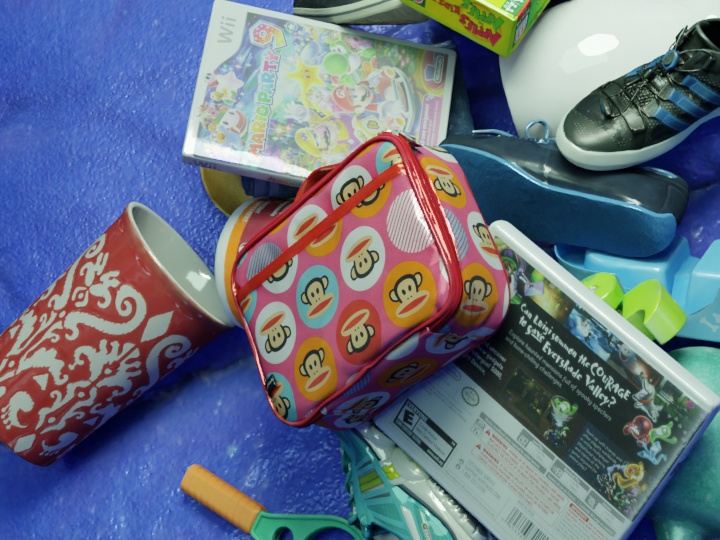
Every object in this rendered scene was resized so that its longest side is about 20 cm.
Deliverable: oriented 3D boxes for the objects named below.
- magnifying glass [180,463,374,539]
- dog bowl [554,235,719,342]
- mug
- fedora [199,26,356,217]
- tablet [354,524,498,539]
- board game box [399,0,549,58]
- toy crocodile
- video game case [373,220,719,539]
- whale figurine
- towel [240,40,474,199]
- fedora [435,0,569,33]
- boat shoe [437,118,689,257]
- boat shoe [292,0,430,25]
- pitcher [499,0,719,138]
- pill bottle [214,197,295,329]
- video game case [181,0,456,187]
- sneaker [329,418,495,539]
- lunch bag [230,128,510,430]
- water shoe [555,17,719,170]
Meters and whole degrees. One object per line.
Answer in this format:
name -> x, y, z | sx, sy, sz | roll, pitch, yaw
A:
magnifying glass -> -0.064, 0.206, 1.246 | 0.199, 0.022, 0.080 | 27, 91, 34
dog bowl -> 0.239, 0.008, 1.160 | 0.198, 0.111, 0.050 | 6, 115, 26
mug -> -0.217, 0.056, 1.345 | 0.200, 0.178, 0.134 | -41, 95, 7
fedora -> -0.065, -0.137, 1.364 | 0.199, 0.082, 0.202 | -9, 65, 19
tablet -> 0.055, 0.126, 1.238 | 0.129, 0.014, 0.202 | -9, 65, 19
board game box -> 0.121, -0.264, 1.218 | 0.101, 0.048, 0.201 | 30, 64, 13
toy crocodile -> 0.138, 0.055, 1.132 | 0.199, 0.068, 0.062 | -18, 25, 29
video game case -> 0.122, 0.097, 1.101 | 0.200, 0.023, 0.183 | 41, 116, 24
whale figurine -> 0.258, 0.135, 1.093 | 0.159, 0.104, 0.200 | -48, 59, -3
towel -> -0.004, -0.120, 1.290 | 0.198, 0.049, 0.113 | -7, 78, -16
fedora -> 0.112, -0.268, 1.325 | 0.090, 0.177, 0.201 | -10, 42, 56
boat shoe -> 0.149, -0.061, 1.190 | 0.199, 0.085, 0.069 | 23, 50, 25
boat shoe -> 0.000, -0.230, 1.304 | 0.200, 0.074, 0.063 | -161, 71, -63
pitcher -> 0.205, -0.183, 1.228 | 0.198, 0.121, 0.173 | -16, 103, 14
pill bottle -> -0.007, 0.004, 1.254 | 0.198, 0.110, 0.111 | 6, 70, 31
video game case -> -0.030, -0.128, 1.246 | 0.198, 0.018, 0.144 | 11, 65, -5
sneaker -> 0.014, 0.158, 1.194 | 0.080, 0.077, 0.200 | -51, 56, 9
lunch bag -> 0.000, 0.000, 1.131 | 0.200, 0.082, 0.177 | -38, 59, 33
water shoe -> 0.226, -0.141, 1.134 | 0.198, 0.079, 0.072 | -24, 50, -5
